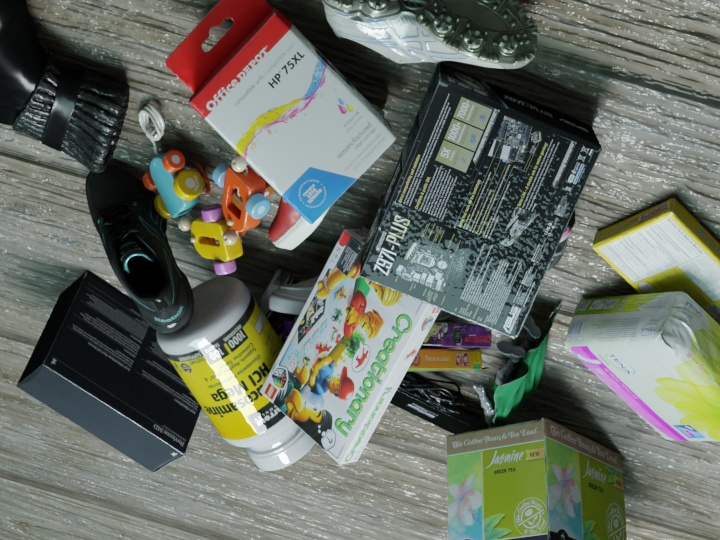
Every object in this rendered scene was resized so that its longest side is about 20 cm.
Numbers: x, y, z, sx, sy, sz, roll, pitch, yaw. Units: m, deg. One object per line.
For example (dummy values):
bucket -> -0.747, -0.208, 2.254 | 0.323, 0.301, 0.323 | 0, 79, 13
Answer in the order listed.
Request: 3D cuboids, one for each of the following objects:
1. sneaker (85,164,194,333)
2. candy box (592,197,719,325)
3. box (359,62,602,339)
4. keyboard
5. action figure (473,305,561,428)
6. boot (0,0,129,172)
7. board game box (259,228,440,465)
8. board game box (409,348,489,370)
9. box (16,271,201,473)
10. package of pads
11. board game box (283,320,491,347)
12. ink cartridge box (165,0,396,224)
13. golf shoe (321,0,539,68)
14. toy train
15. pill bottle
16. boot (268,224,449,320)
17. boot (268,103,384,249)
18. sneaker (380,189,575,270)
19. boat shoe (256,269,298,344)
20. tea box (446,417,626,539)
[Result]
sneaker -> -0.232, -0.034, 1.577 | 0.075, 0.201, 0.079 | -31, 161, 0
candy box -> 0.334, 0.012, 1.533 | 0.102, 0.027, 0.200 | -27, 123, 40
box -> 0.108, -0.064, 1.414 | 0.162, 0.086, 0.202 | 21, 108, -4
keyboard -> 0.082, 0.147, 1.779 | 0.198, 0.040, 0.104 | 26, 162, -11
action figure -> 0.164, 0.123, 1.676 | 0.054, 0.118, 0.201 | 36, 153, 17
boot -> -0.303, -0.194, 1.486 | 0.156, 0.080, 0.212 | 23, 150, 3
board game box -> -0.010, 0.077, 1.533 | 0.126, 0.034, 0.202 | 38, 111, 28
board game box -> 0.045, 0.097, 1.648 | 0.095, 0.030, 0.199 | -4, 171, 43
box -> -0.281, 0.121, 1.785 | 0.199, 0.142, 0.079 | 36, 136, -20
package of pads -> 0.328, 0.104, 1.575 | 0.200, 0.069, 0.154 | 40, 155, -25
board game box -> 0.027, 0.067, 1.618 | 0.198, 0.033, 0.119 | -2, 179, 44
ink cartridge box -> -0.076, -0.156, 1.396 | 0.200, 0.067, 0.116 | 44, 99, -11
golf shoe -> 0.061, -0.218, 1.355 | 0.198, 0.079, 0.097 | 20, 157, 5
toy train -> -0.147, -0.086, 1.532 | 0.200, 0.055, 0.152 | 39, 137, 36
pill bottle -> -0.126, 0.116, 1.645 | 0.111, 0.113, 0.201 | -14, 121, 32
boot -> 0.000, 0.000, 1.597 | 0.197, 0.074, 0.097 | 1, 96, 12
boot -> -0.081, -0.118, 1.506 | 0.143, 0.073, 0.201 | 26, 131, -10
sneaker -> 0.113, -0.032, 1.523 | 0.197, 0.081, 0.087 | 9, 139, 12
boat shoe -> -0.110, 0.080, 1.731 | 0.068, 0.074, 0.200 | 34, 127, -4
tea box -> 0.201, 0.290, 1.716 | 0.132, 0.199, 0.199 | -15, 155, 31
